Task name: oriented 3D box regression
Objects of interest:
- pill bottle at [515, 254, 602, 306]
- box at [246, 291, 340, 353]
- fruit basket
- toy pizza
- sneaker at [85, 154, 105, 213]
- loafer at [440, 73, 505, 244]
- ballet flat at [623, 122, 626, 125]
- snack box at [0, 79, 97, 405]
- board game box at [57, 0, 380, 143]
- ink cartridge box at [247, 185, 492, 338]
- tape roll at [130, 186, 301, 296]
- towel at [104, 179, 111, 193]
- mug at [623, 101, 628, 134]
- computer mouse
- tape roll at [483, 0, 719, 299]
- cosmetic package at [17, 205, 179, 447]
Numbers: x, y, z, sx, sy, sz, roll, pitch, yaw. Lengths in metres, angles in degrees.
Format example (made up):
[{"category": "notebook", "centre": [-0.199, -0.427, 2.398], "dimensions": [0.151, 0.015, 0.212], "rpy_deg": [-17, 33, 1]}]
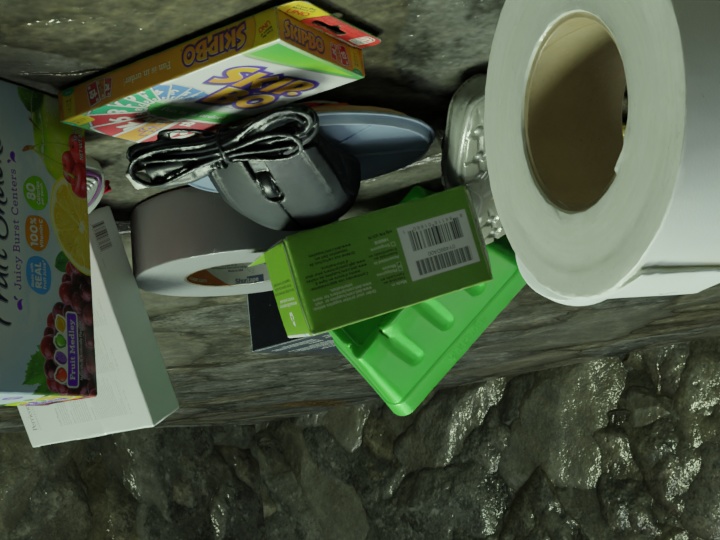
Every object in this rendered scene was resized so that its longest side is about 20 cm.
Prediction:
[{"category": "pill bottle", "centre": [0.201, -0.030, 1.035], "dimensions": [0.110, 0.112, 0.200], "rpy_deg": [-12, -176, 22]}, {"category": "box", "centre": [-0.002, 0.031, 1.356], "dimensions": [0.199, 0.105, 0.182], "rpy_deg": [-17, 164, 42]}, {"category": "fruit basket", "centre": [0.071, 0.033, 1.155], "dimensions": [0.215, 0.156, 0.216], "rpy_deg": [-22, 134, -24]}, {"category": "toy pizza", "centre": [-0.043, -0.096, 0.875], "dimensions": [0.199, 0.032, 0.200], "rpy_deg": [-7, 171, -1]}, {"category": "sneaker", "centre": [-0.290, -0.059, 0.849], "dimensions": [0.199, 0.100, 0.075], "rpy_deg": [-14, 126, -9]}, {"category": "loafer", "centre": [0.088, -0.091, 0.900], "dimensions": [0.070, 0.070, 0.200], "rpy_deg": [-32, 154, -10]}, {"category": "ballet flat", "centre": [0.271, -0.096, 1.014], "dimensions": [0.199, 0.068, 0.075], "rpy_deg": [-4, -176, -25]}, {"category": "snack box", "centre": [-0.236, -0.019, 0.726], "dimensions": [0.053, 0.201, 0.142], "rpy_deg": [-12, 168, 30]}, {"category": "board game box", "centre": [-0.091, -0.123, 0.746], "dimensions": [0.199, 0.030, 0.095], "rpy_deg": [-16, 166, 30]}, {"category": "ink cartridge box", "centre": [0.000, 0.000, 0.926], "dimensions": [0.147, 0.076, 0.200], "rpy_deg": [-16, 178, -14]}, {"category": "tape roll", "centre": [-0.118, -0.027, 1.098], "dimensions": [0.199, 0.067, 0.200], "rpy_deg": [-6, 168, -1]}, {"category": "towel", "centre": [-0.301, -0.013, 0.942], "dimensions": [0.199, 0.023, 0.145], "rpy_deg": [-18, -154, 40]}, {"category": "mug", "centre": [0.278, -0.070, 0.900], "dimensions": [0.186, 0.154, 0.149], "rpy_deg": [-15, 167, 36]}, {"category": "computer mouse", "centre": [-0.061, -0.060, 0.815], "dimensions": [0.138, 0.053, 0.200], "rpy_deg": [-12, 170, 19]}, {"category": "tape roll", "centre": [0.142, -0.084, 0.625], "dimensions": [0.070, 0.204, 0.202], "rpy_deg": [-2, 168, -22]}, {"category": "cosmetic package", "centre": [-0.270, 0.055, 1.072], "dimensions": [0.150, 0.201, 0.052], "rpy_deg": [-12, -169, 25]}]
